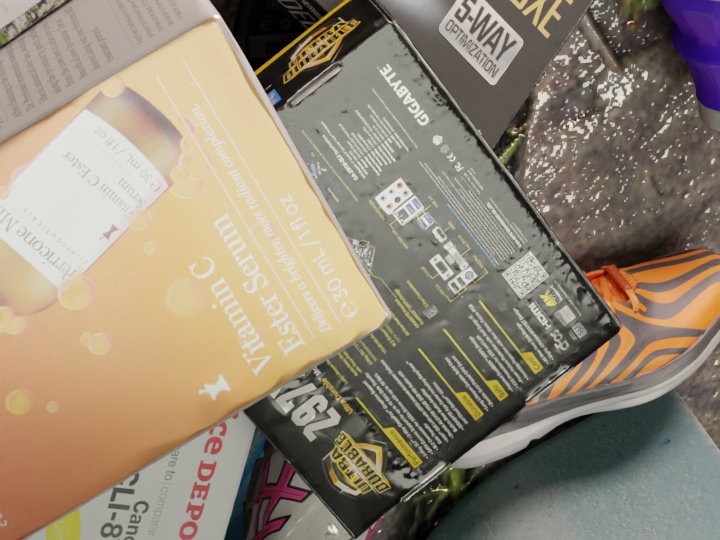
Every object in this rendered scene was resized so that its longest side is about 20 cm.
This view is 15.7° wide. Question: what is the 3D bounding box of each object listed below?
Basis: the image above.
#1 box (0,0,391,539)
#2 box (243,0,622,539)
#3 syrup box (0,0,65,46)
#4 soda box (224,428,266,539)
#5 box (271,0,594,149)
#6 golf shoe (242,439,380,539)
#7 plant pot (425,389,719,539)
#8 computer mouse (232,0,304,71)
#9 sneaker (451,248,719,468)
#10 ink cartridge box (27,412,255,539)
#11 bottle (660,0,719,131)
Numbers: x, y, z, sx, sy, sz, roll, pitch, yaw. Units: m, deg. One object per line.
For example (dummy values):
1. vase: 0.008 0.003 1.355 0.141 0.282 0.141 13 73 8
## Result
1. box: -0.116 -0.006 1.039 0.200 0.106 0.152 -32 116 -1
2. box: 0.000 0.000 1.163 0.160 0.049 0.200 -38 119 3
3. syrup box: -0.135 -0.163 1.053 0.200 0.081 0.079 -38 132 -13
4. soda box: -0.069 0.135 1.350 0.200 0.064 0.068 -45 131 -1
5. box: 0.024 -0.171 1.178 0.200 0.050 0.158 43 75 -30
6. golf shoe: -0.026 0.142 1.279 0.073 0.092 0.200 29 99 -38
7. plant pot: 0.130 0.217 1.452 0.200 0.196 0.196 -21 128 -8
8. computer mouse: -0.058 -0.071 1.249 0.140 0.046 0.200 -9 123 -13
9. sneaker: 0.110 0.020 1.382 0.200 0.078 0.112 -28 130 -14
10. ink cartridge box: -0.151 0.058 1.213 0.200 0.083 0.145 8 112 -22
11. bottle: 0.185 -0.163 1.316 0.084 0.065 0.200 -48 139 -40
